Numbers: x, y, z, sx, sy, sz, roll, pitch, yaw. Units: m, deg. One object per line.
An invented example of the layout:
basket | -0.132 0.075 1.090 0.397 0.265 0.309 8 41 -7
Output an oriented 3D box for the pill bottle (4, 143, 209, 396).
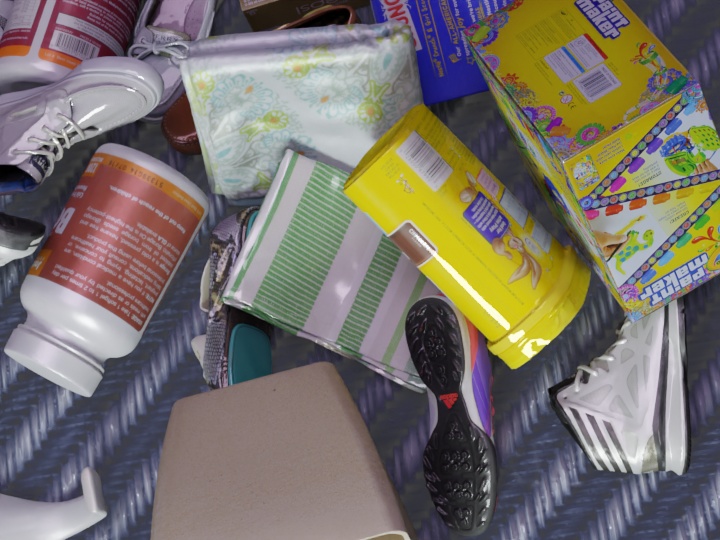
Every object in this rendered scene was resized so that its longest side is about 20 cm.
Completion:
pill bottle | -0.221 0.001 1.772 0.112 0.112 0.200 24 77 16

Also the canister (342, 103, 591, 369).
canister | 0.086 -0.032 1.676 0.200 0.149 0.087 45 109 -5

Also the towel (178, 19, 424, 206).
towel | -0.044 -0.129 1.756 0.200 0.171 0.048 -4 47 8

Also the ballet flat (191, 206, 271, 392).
ballet flat | -0.110 0.045 1.772 0.072 0.072 0.201 1 72 10

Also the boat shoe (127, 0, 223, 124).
boat shoe | -0.164 -0.230 1.865 0.074 0.065 0.202 20 77 16

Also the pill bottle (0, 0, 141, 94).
pill bottle | -0.253 -0.244 1.860 0.109 0.110 0.200 11 72 13

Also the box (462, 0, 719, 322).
box | 0.199 -0.104 1.657 0.122 0.193 0.200 -30 42 -1

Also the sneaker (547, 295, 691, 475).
sneaker | 0.210 0.068 1.696 0.115 0.076 0.201 -2 74 7

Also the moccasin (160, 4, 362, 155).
moccasin | -0.086 -0.170 1.824 0.201 0.078 0.074 -26 69 1

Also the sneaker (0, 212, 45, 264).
sneaker | -0.328 0.004 1.762 0.076 0.200 0.116 17 87 -23

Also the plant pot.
plant pot | -0.058 0.191 1.650 0.199 0.200 0.177 -15 58 5

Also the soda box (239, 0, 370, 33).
soda box | -0.013 -0.277 1.855 0.200 0.064 0.068 -16 70 4

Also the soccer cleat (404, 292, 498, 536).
soccer cleat | 0.087 0.117 1.705 0.068 0.073 0.200 -10 91 32

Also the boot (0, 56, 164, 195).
boot | -0.257 -0.114 1.766 0.200 0.074 0.096 -15 45 36

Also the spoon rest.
spoon rest | -0.299 0.220 1.751 0.200 0.061 0.100 -19 68 17

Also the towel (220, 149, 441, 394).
towel | 0.000 0.000 1.747 0.200 0.023 0.153 24 76 -5

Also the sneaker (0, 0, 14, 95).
sneaker | -0.395 -0.246 1.910 0.200 0.078 0.140 21 75 6

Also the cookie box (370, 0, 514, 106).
cookie box | 0.108 -0.247 1.777 0.200 0.075 0.171 -13 106 5
